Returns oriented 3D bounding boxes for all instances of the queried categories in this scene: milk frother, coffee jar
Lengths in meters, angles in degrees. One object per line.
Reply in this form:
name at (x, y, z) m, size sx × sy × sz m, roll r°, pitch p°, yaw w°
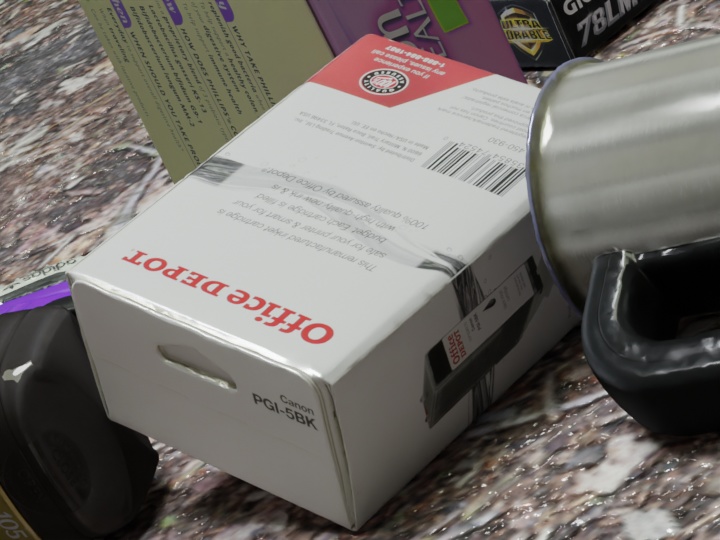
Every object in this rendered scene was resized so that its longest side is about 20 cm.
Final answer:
milk frother at (0.141, -0.060, 1.081) m, size 0.188 × 0.200 × 0.181 m, roll -12°, pitch 28°, yaw 36°
coffee jar at (-0.192, 0.085, 1.266) m, size 0.199 × 0.104 × 0.085 m, roll -18°, pitch 29°, yaw 25°

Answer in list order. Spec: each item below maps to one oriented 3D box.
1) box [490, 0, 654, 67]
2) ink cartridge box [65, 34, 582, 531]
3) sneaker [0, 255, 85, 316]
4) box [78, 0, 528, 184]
box at (0.112, -0.180, 1.632) m, size 0.198 × 0.050 × 0.200 m, roll -39°, pitch 24°, yaw -28°
ink cartridge box at (0.000, 0.000, 1.212) m, size 0.147 × 0.083 × 0.200 m, roll 22°, pitch 48°, yaw 36°
sneaker at (-0.183, 0.060, 1.370) m, size 0.200 × 0.070 × 0.100 m, roll -29°, pitch 23°, yaw -6°
box at (-0.028, -0.108, 1.434) m, size 0.097 × 0.176 × 0.200 m, roll -38°, pitch 23°, yaw -28°
